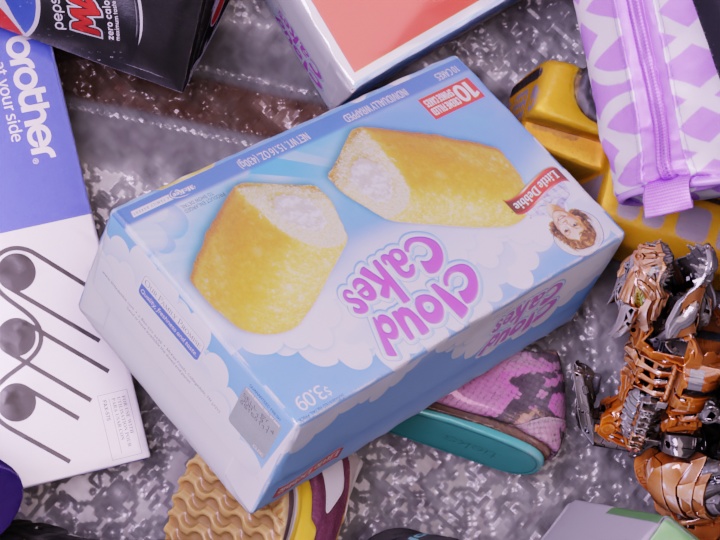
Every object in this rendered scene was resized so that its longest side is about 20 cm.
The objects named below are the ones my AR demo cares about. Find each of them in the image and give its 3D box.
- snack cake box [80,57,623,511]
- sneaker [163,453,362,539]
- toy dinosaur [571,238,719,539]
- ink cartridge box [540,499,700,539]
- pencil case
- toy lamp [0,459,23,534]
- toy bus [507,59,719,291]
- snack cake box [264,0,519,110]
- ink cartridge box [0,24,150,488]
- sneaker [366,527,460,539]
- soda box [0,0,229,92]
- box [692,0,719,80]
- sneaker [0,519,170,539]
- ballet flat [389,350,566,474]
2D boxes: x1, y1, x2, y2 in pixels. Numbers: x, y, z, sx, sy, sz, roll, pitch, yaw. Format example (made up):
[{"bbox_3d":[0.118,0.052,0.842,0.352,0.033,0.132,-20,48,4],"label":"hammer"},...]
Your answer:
[{"bbox_3d":[0.000,0.000,0.755,0.200,0.067,0.115,-28,67,-38],"label":"snack cake box"},{"bbox_3d":[-0.056,0.162,0.789,0.075,0.090,0.200,35,107,29],"label":"sneaker"},{"bbox_3d":[0.166,0.069,0.807,0.136,0.200,0.102,-9,54,10],"label":"toy dinosaur"},{"bbox_3d":[0.162,0.193,0.783,0.200,0.146,0.084,40,81,-3],"label":"ink cartridge box"},{"bbox_3d":[0.127,-0.124,0.770,0.084,0.085,0.200,-15,86,24],"label":"pencil case"},{"bbox_3d":[-0.209,0.032,0.742,0.058,0.058,0.200,-38,56,-11],"label":"toy lamp"},{"bbox_3d":[0.164,-0.035,0.847,0.200,0.065,0.078,16,84,-8],"label":"toy bus"},{"bbox_3d":[0.045,-0.174,0.840,0.200,0.067,0.115,-31,92,-10],"label":"snack cake box"},{"bbox_3d":[-0.162,-0.003,0.801,0.094,0.044,0.200,-14,87,-12],"label":"ink cartridge box"},{"bbox_3d":[0.014,0.207,0.775,0.075,0.079,0.200,16,74,-28],"label":"sneaker"},{"bbox_3d":[-0.154,-0.151,0.783,0.200,0.063,0.071,20,45,1],"label":"soda box"},{"bbox_3d":[0.204,-0.084,0.750,0.161,0.049,0.200,-27,98,-52],"label":"box"},{"bbox_3d":[-0.134,0.154,0.739,0.200,0.078,0.090,3,95,30],"label":"sneaker"},{"bbox_3d":[-0.001,0.038,0.819,0.200,0.069,0.071,14,64,-12],"label":"ballet flat"}]
